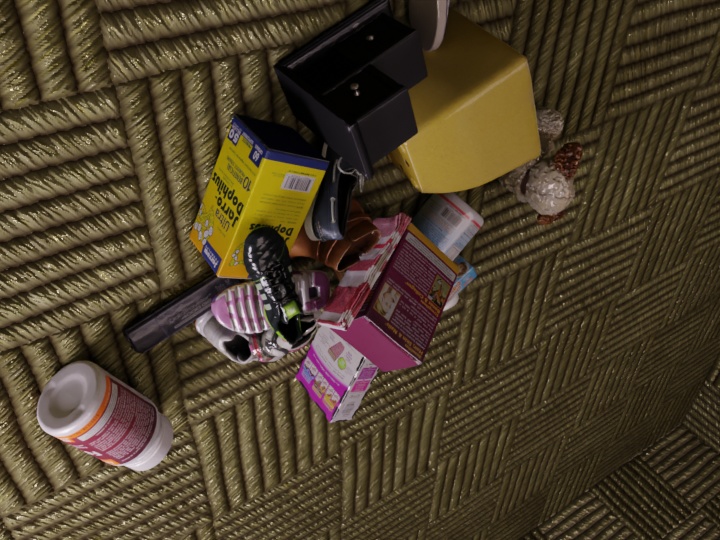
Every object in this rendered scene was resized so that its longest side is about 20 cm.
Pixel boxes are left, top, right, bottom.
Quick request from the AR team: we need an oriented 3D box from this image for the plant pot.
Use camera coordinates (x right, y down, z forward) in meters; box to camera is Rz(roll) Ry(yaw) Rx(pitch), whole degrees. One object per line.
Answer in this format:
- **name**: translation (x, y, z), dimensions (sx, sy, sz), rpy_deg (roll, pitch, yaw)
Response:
- **plant pot**: translation (0.130, -0.237, 1.040), dimensions (0.199, 0.195, 0.196), rpy_deg (-34, 140, -5)

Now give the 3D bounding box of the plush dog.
- **plush dog**: translation (0.330, -0.180, 1.271), dimensions (0.159, 0.172, 0.201), rpy_deg (-22, 137, -26)

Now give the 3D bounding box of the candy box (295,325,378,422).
- **candy box**: translation (-0.032, 0.166, 1.284), dimensions (0.061, 0.136, 0.201), rpy_deg (3, 122, -44)

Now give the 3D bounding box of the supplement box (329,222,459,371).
- **supplement box**: translation (0.060, 0.044, 1.113), dimensions (0.131, 0.103, 0.201), rpy_deg (41, 56, -20)

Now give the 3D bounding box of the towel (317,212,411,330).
- **towel**: translation (0.000, 0.000, 1.068), dimensions (0.023, 0.144, 0.201), rpy_deg (33, 79, -15)

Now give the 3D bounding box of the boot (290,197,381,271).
- **boot**: translation (-0.075, -0.039, 1.050), dimensions (0.200, 0.155, 0.074), rpy_deg (-45, 142, 1)

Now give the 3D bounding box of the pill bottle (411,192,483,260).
- **pill bottle**: translation (0.127, -0.049, 1.258), dimensions (0.200, 0.109, 0.109), rpy_deg (-50, 141, 7)

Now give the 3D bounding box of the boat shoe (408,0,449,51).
- **boat shoe**: translation (0.123, -0.417, 0.951), dimensions (0.092, 0.075, 0.201), rpy_deg (-22, 129, -25)

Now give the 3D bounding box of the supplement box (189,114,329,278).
- **supplement box**: translation (-0.148, -0.100, 0.968), dimensions (0.109, 0.109, 0.201), rpy_deg (4, 121, -43)

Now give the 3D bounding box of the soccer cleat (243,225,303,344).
- **soccer cleat**: translation (-0.114, 0.023, 0.955), dimensions (0.067, 0.081, 0.201), rpy_deg (-28, 139, -19)

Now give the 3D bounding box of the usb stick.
- **usb stick**: translation (-0.274, 0.059, 1.058), dimensions (0.199, 0.033, 0.056), rpy_deg (-34, 133, -14)

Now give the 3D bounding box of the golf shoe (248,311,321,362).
- **golf shoe**: translation (-0.103, 0.099, 1.147), dimensions (0.200, 0.091, 0.073), rpy_deg (-37, 110, -65)

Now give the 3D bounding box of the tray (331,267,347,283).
- **tray**: translation (0.022, 0.030, 1.182), dimensions (0.098, 0.037, 0.201), rpy_deg (-30, 96, -33)

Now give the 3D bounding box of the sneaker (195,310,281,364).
- **sneaker**: translation (-0.190, 0.131, 1.146), dimensions (0.076, 0.092, 0.200), rpy_deg (-50, 141, 7)

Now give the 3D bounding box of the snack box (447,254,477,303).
- **snack box**: translation (0.115, 0.037, 1.316), dimensions (0.200, 0.116, 0.037), rpy_deg (-43, 141, -3)

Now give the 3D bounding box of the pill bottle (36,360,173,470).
- **pill bottle**: translation (-0.385, 0.231, 1.045), dimensions (0.114, 0.114, 0.200), rpy_deg (-40, 140, -6)

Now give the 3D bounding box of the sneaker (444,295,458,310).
- **sneaker**: translation (0.112, 0.065, 1.388), dimensions (0.199, 0.075, 0.089), rpy_deg (-34, 128, -23)

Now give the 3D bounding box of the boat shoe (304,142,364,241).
- **boat shoe**: translation (-0.029, -0.137, 1.006), dimensions (0.075, 0.061, 0.201), rpy_deg (54, 46, -54)

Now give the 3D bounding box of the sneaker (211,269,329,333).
- **sneaker**: translation (-0.150, 0.042, 1.085), dimensions (0.199, 0.088, 0.081), rpy_deg (-13, 109, -34)

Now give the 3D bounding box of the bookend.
- **bookend**: translation (0.021, -0.254, 0.913), dimensions (0.198, 0.200, 0.092), rpy_deg (-36, 141, -10)
